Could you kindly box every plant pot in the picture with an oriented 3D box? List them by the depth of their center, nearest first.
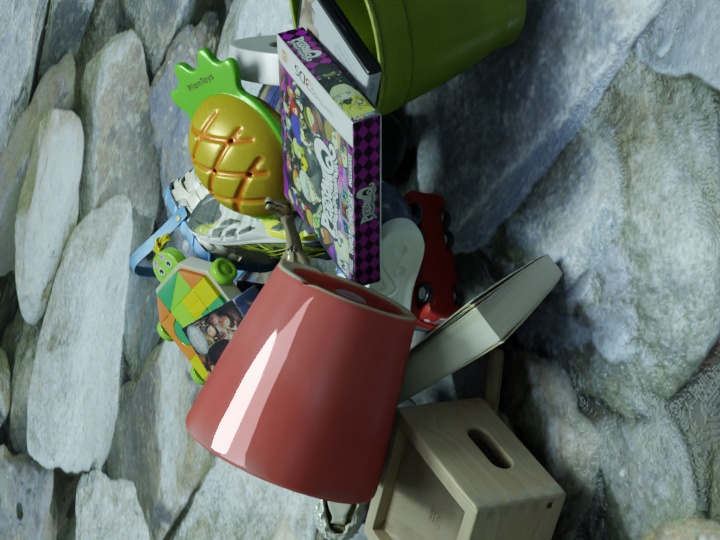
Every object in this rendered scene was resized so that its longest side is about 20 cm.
[{"bbox_3d":[-0.043,0.099,1.374,0.200,0.200,0.178,32,101,54],"label":"plant pot"},{"bbox_3d":[0.056,-0.267,1.475,0.200,0.193,0.201,50,150,42],"label":"plant pot"}]

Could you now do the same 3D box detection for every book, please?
[{"bbox_3d":[0.099,0.065,1.438,0.048,0.134,0.200,53,135,3],"label":"book"}]

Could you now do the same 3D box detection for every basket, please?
[{"bbox_3d":[-0.171,-0.052,1.826,0.200,0.176,0.139,-47,59,23],"label":"basket"}]

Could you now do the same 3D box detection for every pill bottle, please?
[{"bbox_3d":[-0.034,-0.167,1.691,0.200,0.112,0.112,32,110,53],"label":"pill bottle"}]

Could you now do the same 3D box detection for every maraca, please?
[{"bbox_3d":[-0.139,-0.148,1.603,0.137,0.107,0.200,-22,101,42],"label":"maraca"}]

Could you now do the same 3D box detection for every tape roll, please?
[{"bbox_3d":[-0.049,-0.239,1.648,0.203,0.203,0.037,26,119,55],"label":"tape roll"}]

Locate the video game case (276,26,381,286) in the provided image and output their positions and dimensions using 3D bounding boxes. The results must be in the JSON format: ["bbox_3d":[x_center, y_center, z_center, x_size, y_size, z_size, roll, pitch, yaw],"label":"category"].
[{"bbox_3d":[-0.031,-0.112,1.445,0.181,0.036,0.200,-126,27,-44],"label":"video game case"}]

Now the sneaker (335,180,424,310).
[{"bbox_3d":[0.000,0.000,1.559,0.200,0.080,0.146,-70,28,25],"label":"sneaker"}]

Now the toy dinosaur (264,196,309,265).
[{"bbox_3d":[-0.067,0.010,1.586,0.101,0.058,0.200,-90,-4,-45],"label":"toy dinosaur"}]

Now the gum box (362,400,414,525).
[{"bbox_3d":[0.015,0.192,1.586,0.200,0.066,0.114,40,115,52],"label":"gum box"}]

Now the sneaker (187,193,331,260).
[{"bbox_3d":[-0.108,-0.042,1.680,0.200,0.085,0.075,6,60,29],"label":"sneaker"}]

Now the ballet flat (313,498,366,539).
[{"bbox_3d":[-0.010,0.186,1.497,0.072,0.072,0.200,12,97,56],"label":"ballet flat"}]

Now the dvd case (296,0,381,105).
[{"bbox_3d":[-0.031,-0.180,1.468,0.143,0.018,0.200,58,156,28],"label":"dvd case"}]

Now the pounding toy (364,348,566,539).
[{"bbox_3d":[0.106,0.208,1.411,0.200,0.142,0.184,49,134,47],"label":"pounding toy"}]

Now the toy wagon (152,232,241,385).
[{"bbox_3d":[-0.191,0.046,1.732,0.200,0.040,0.155,51,133,5],"label":"toy wagon"}]

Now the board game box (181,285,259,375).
[{"bbox_3d":[-0.106,0.126,1.592,0.200,0.035,0.135,59,144,-1],"label":"board game box"}]

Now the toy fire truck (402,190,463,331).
[{"bbox_3d":[0.042,-0.018,1.604,0.141,0.049,0.200,-33,58,49],"label":"toy fire truck"}]

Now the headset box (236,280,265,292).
[{"bbox_3d":[-0.083,0.099,1.743,0.200,0.077,0.149,13,94,58],"label":"headset box"}]
